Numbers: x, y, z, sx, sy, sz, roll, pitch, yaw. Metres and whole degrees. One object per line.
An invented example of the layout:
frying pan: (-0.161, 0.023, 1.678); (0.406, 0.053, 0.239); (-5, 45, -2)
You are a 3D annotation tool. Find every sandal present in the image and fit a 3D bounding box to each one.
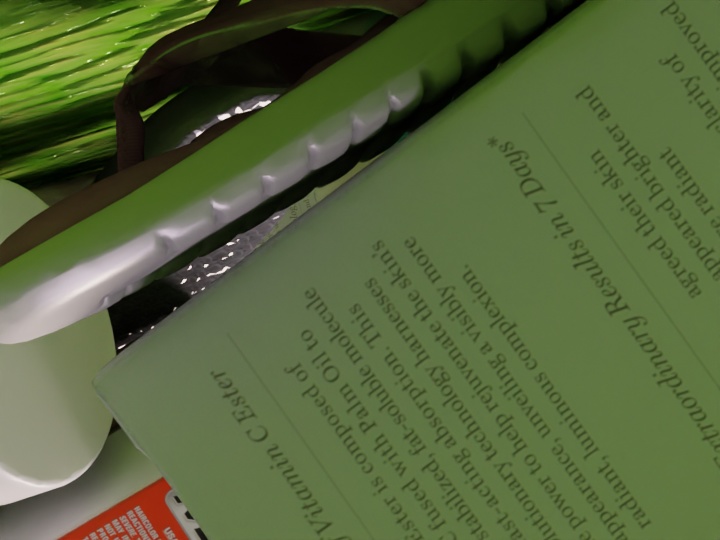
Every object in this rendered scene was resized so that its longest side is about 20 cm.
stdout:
sandal: (-0.009, -0.048, 0.510); (0.202, 0.050, 0.082); (-33, 178, -30)
sandal: (-0.080, -0.004, 0.812); (0.076, 0.043, 0.200); (-13, 152, -35)

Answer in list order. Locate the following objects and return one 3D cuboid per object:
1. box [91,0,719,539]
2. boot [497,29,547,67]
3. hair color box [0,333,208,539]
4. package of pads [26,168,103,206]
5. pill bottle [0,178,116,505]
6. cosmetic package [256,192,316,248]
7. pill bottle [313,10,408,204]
box: (0.072, 0.020, 0.524); (0.200, 0.153, 0.106); (-36, 180, 13)
boot: (0.121, -0.010, 0.600); (0.154, 0.201, 0.072); (-18, -176, 15)
hair color box: (-0.117, 0.102, 0.776); (0.199, 0.064, 0.111); (-30, -158, -1)
package of pads: (-0.140, 0.033, 0.923); (0.075, 0.121, 0.199); (-25, 175, 43)
pill bottle: (-0.182, 0.042, 0.745); (0.199, 0.117, 0.116); (-17, 180, 27)
cosmetic package: (-0.062, -0.011, 1.104); (0.199, 0.082, 0.113); (-18, 178, 6)
pill bottle: (0.090, -0.046, 0.694); (0.199, 0.111, 0.111); (-18, 180, 12)
